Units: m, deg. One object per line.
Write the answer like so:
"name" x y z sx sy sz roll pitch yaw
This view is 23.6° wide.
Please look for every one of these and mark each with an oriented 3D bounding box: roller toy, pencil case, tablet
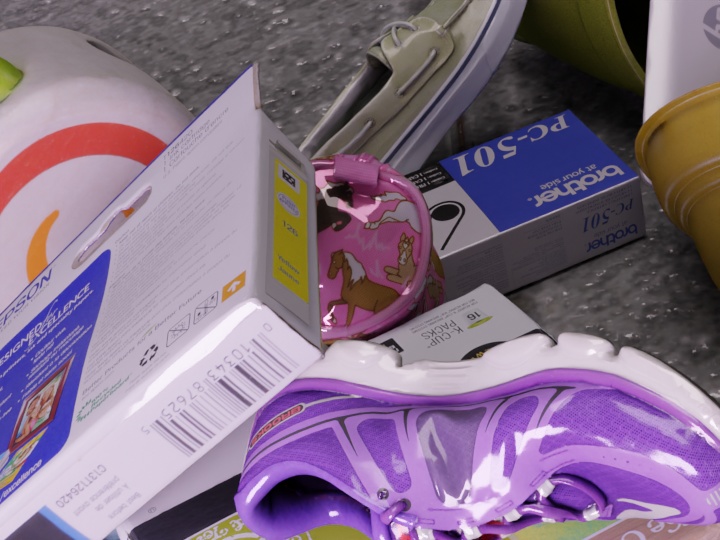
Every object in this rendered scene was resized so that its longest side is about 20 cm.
"roller toy" -0.179 -0.039 0.995 0.180 0.202 0.140 -7 26 -28
"pencil case" 0.000 0.000 0.836 0.082 0.087 0.200 -27 -7 1
"tablet" 0.223 -0.131 0.974 0.128 0.014 0.203 10 72 -12

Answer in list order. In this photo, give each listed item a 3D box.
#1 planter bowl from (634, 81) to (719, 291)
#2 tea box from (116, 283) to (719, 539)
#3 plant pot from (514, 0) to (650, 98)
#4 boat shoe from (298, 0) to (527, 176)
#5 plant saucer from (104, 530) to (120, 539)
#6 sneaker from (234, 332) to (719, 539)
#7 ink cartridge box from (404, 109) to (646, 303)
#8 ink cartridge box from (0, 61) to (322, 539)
"planter bowl" 0.233 -0.020 0.848 0.198 0.200 0.084 -1 69 20
"tea box" 0.027 0.136 0.698 0.198 0.135 0.197 -26 35 -16
"plant pot" 0.173 -0.208 1.114 0.199 0.202 0.192 -31 25 -24
"boat shoe" 0.033 -0.120 1.054 0.201 0.062 0.072 -57 27 -4
"plant saucer" -0.041 0.110 0.870 0.198 0.019 0.070 -27 35 -16
"sneaker" 0.044 0.077 0.608 0.198 0.081 0.084 -3 47 33
"ink cartridge box" 0.056 -0.023 1.001 0.198 0.045 0.094 -22 36 -10
"ink cartridge box" -0.098 0.029 0.725 0.197 0.047 0.201 -42 22 20
